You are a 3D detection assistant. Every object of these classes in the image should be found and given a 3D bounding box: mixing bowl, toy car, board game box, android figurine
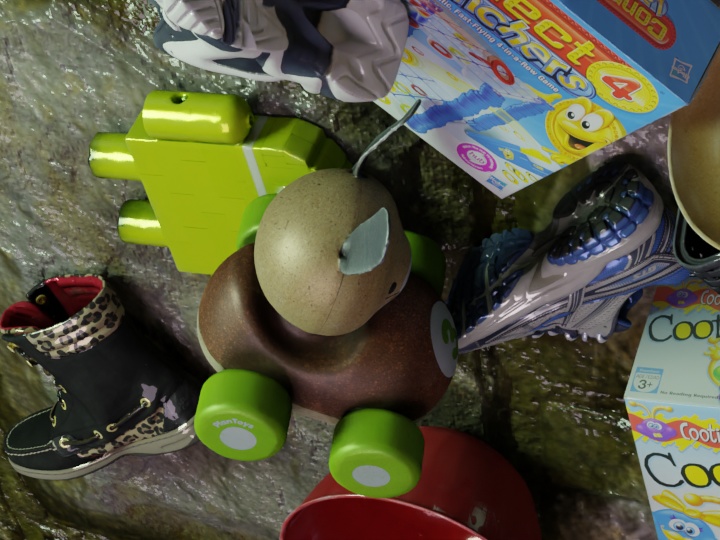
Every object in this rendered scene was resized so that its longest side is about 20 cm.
[{"bbox_3d":[0.053,0.185,1.254,0.199,0.109,0.201,16,141,13],"label":"mixing bowl"},{"bbox_3d":[0.000,0.000,0.976,0.157,0.165,0.200,16,141,-8],"label":"toy car"},{"bbox_3d":[0.237,0.110,1.073,0.104,0.103,0.201,3,137,25],"label":"board game box"},{"bbox_3d":[-0.077,-0.044,1.123,0.198,0.041,0.183,8,138,23],"label":"android figurine"},{"bbox_3d":[0.054,-0.137,0.890,0.199,0.056,0.196,36,158,-12],"label":"board game box"}]

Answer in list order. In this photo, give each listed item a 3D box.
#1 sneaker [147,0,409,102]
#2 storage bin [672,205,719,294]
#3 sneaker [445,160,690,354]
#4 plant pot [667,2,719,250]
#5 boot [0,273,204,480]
[{"bbox_3d":[-0.081,-0.143,0.837,0.129,0.080,0.198,10,175,42],"label":"sneaker"},{"bbox_3d":[0.260,-0.057,0.835,0.094,0.136,0.199,34,142,-26],"label":"storage bin"},{"bbox_3d":[0.123,0.015,1.055,0.085,0.077,0.200,35,142,-20],"label":"sneaker"},{"bbox_3d":[0.224,-0.090,0.788,0.027,0.201,0.199,30,144,-30],"label":"plant pot"},{"bbox_3d":[-0.221,0.082,1.314,0.199,0.073,0.151,-11,130,32],"label":"boot"}]
